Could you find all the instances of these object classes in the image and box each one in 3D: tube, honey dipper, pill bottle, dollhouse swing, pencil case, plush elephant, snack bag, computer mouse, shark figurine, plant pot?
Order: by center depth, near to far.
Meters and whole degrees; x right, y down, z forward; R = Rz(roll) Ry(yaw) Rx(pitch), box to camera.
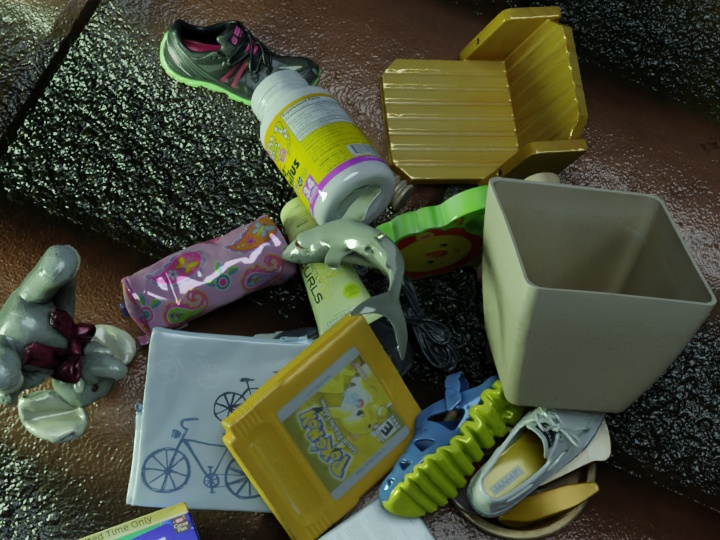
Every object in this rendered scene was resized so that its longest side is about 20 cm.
[{"bbox_3d":[0.226,0.037,1.441,0.199,0.178,0.200,5,35,-12],"label":"plant pot"},{"bbox_3d":[-0.149,0.161,1.464,0.187,0.021,0.201,5,95,-13],"label":"snack bag"},{"bbox_3d":[-0.319,0.092,1.468,0.154,0.200,0.165,30,66,-19],"label":"plush elephant"},{"bbox_3d":[0.019,-0.001,1.473,0.128,0.090,0.214,-41,39,-7],"label":"shark figurine"},{"bbox_3d":[0.006,0.110,1.544,0.200,0.053,0.139,-42,104,-20],"label":"computer mouse"},{"bbox_3d":[-0.174,0.010,1.555,0.199,0.088,0.088,-25,72,-16],"label":"pencil case"},{"bbox_3d":[-0.039,-0.002,1.556,0.052,0.058,0.201,4,44,-30],"label":"tube"},{"bbox_3d":[-0.050,-0.143,1.589,0.104,0.105,0.200,-25,57,-17],"label":"pill bottle"},{"bbox_3d":[0.143,-0.209,1.649,0.175,0.182,0.201,6,65,-27],"label":"dollhouse swing"},{"bbox_3d":[-0.023,-0.145,1.666,0.200,0.038,0.038,38,67,12],"label":"honey dipper"}]

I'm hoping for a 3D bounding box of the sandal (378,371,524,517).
[{"bbox_3d":[0.089,0.183,1.482,0.200,0.080,0.087,-43,46,-19],"label":"sandal"}]

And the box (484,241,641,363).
[{"bbox_3d":[0.250,0.035,1.562,0.199,0.164,0.021,0,31,-7],"label":"box"}]

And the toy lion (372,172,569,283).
[{"bbox_3d":[0.112,-0.042,1.555,0.191,0.200,0.069,2,64,-26],"label":"toy lion"}]

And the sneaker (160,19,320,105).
[{"bbox_3d":[-0.147,-0.257,1.666,0.199,0.084,0.077,10,51,-4],"label":"sneaker"}]

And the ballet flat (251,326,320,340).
[{"bbox_3d":[-0.120,0.114,1.523,0.200,0.073,0.073,-41,77,-17],"label":"ballet flat"}]

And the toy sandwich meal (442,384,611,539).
[{"bbox_3d":[0.185,0.201,1.522,0.204,0.070,0.206,3,66,-6],"label":"toy sandwich meal"}]

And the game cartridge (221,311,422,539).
[{"bbox_3d":[-0.034,0.173,1.472,0.200,0.032,0.177,-41,115,-20],"label":"game cartridge"}]

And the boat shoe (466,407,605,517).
[{"bbox_3d":[0.194,0.177,1.452,0.202,0.086,0.075,-38,76,-17],"label":"boat shoe"}]

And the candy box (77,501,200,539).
[{"bbox_3d":[-0.223,0.361,1.397,0.168,0.077,0.201,-19,69,-14],"label":"candy box"}]

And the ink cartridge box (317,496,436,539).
[{"bbox_3d":[0.004,0.351,1.450,0.199,0.047,0.160,-32,74,-16],"label":"ink cartridge box"}]
